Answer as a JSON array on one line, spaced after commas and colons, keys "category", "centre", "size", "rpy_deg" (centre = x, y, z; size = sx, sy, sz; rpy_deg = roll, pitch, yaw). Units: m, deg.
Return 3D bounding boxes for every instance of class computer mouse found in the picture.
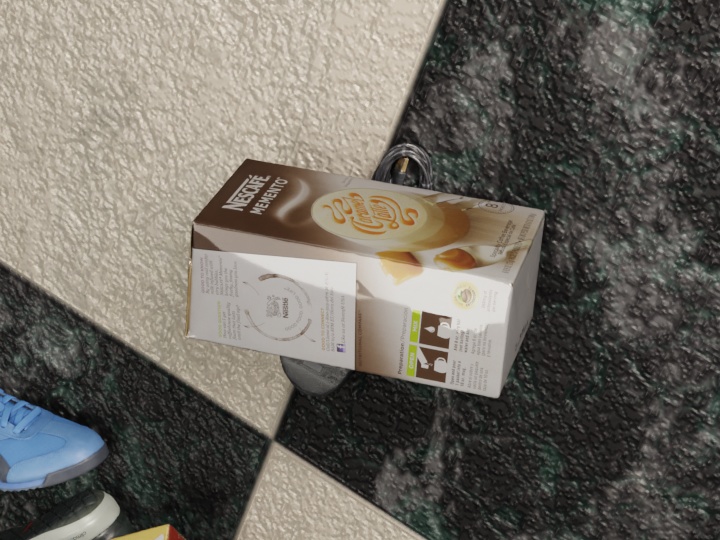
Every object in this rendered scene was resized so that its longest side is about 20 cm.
[{"category": "computer mouse", "centre": [0.000, 0.000, 1.280], "size": [0.058, 0.034, 0.201], "rpy_deg": [29, 118, 3]}]

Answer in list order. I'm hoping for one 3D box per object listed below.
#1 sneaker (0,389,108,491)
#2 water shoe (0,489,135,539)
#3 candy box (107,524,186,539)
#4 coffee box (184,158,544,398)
[{"category": "sneaker", "centre": [-0.283, 0.118, 1.475], "size": [0.199, 0.066, 0.079], "rpy_deg": [2, 110, 29]}, {"category": "water shoe", "centre": [-0.249, 0.239, 1.511], "size": [0.199, 0.072, 0.079], "rpy_deg": [-29, 103, 37]}, {"category": "candy box", "centre": [-0.196, 0.258, 1.445], "size": [0.199, 0.057, 0.117], "rpy_deg": [-18, 137, 22]}, {"category": "coffee box", "centre": [0.004, 0.002, 1.197], "size": [0.198, 0.114, 0.080], "rpy_deg": [10, 116, 11]}]
